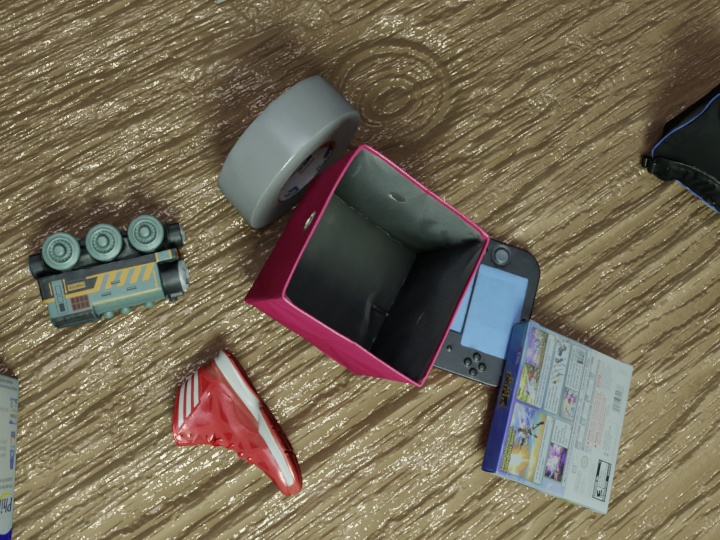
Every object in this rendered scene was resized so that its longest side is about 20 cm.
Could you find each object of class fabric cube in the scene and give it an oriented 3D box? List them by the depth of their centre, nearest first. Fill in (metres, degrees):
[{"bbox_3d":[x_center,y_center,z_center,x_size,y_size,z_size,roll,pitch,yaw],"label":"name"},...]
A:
[{"bbox_3d":[0.000,0.000,0.832,0.198,0.198,0.200,33,76,-17],"label":"fabric cube"}]

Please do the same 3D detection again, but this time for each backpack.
[{"bbox_3d":[0.556,-0.177,1.003,0.191,0.200,0.154,47,61,1],"label":"backpack"}]

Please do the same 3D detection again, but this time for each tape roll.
[{"bbox_3d":[-0.090,-0.150,0.878,0.066,0.200,0.200,44,74,3],"label":"tape roll"}]

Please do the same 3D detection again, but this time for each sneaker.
[{"bbox_3d":[-0.161,0.213,0.857,0.114,0.079,0.202,-33,71,-6],"label":"sneaker"}]

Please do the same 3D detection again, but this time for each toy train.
[{"bbox_3d":[-0.317,0.000,0.874,0.194,0.085,0.117,-13,91,-13],"label":"toy train"}]

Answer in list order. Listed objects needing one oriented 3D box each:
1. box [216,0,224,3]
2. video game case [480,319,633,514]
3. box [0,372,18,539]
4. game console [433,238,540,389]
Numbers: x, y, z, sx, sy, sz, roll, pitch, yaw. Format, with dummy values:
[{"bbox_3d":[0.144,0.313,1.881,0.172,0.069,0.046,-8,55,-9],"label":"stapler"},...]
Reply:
[{"bbox_3d":[-0.189,-0.511,0.948,0.104,0.200,0.155,-25,82,-13],"label":"box"},{"bbox_3d":[0.266,0.195,0.916,0.177,0.045,0.205,23,73,-16],"label":"video game case"},{"bbox_3d":[-0.503,0.223,0.776,0.178,0.105,0.206,-1,76,-9],"label":"box"},{"bbox_3d":[0.154,0.048,0.957,0.172,0.031,0.205,19,74,-4],"label":"game console"}]
